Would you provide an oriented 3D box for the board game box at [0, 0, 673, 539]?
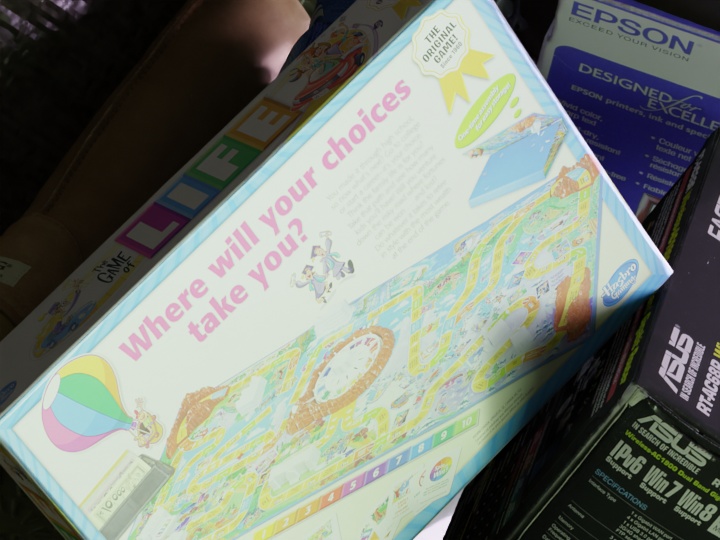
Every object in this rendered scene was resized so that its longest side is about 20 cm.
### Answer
[{"bbox_3d":[-0.011,0.019,0.913,0.200,0.034,0.135,-44,121,-14],"label":"board game box"}]

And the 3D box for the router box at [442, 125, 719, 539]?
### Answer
[{"bbox_3d":[0.092,0.058,1.022,0.150,0.062,0.200,-54,-176,31],"label":"router box"}]

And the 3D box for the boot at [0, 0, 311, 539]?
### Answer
[{"bbox_3d":[-0.065,0.023,0.991,0.200,0.066,0.176,-52,145,-45],"label":"boot"}]

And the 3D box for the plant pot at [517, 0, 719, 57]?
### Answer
[{"bbox_3d":[0.178,-0.141,1.148,0.200,0.173,0.201,-30,133,-38],"label":"plant pot"}]

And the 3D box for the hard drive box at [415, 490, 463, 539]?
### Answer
[{"bbox_3d":[0.028,0.159,1.167,0.200,0.077,0.156,13,78,-45],"label":"hard drive box"}]

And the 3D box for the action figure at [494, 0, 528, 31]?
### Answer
[{"bbox_3d":[0.017,-0.119,1.038,0.200,0.069,0.131,39,58,-59],"label":"action figure"}]

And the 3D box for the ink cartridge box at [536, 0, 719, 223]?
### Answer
[{"bbox_3d":[0.158,-0.039,1.121,0.200,0.198,0.043,100,10,-65],"label":"ink cartridge box"}]

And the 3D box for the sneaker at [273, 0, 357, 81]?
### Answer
[{"bbox_3d":[0.000,0.000,0.995,0.089,0.078,0.200,-46,139,-33],"label":"sneaker"}]
